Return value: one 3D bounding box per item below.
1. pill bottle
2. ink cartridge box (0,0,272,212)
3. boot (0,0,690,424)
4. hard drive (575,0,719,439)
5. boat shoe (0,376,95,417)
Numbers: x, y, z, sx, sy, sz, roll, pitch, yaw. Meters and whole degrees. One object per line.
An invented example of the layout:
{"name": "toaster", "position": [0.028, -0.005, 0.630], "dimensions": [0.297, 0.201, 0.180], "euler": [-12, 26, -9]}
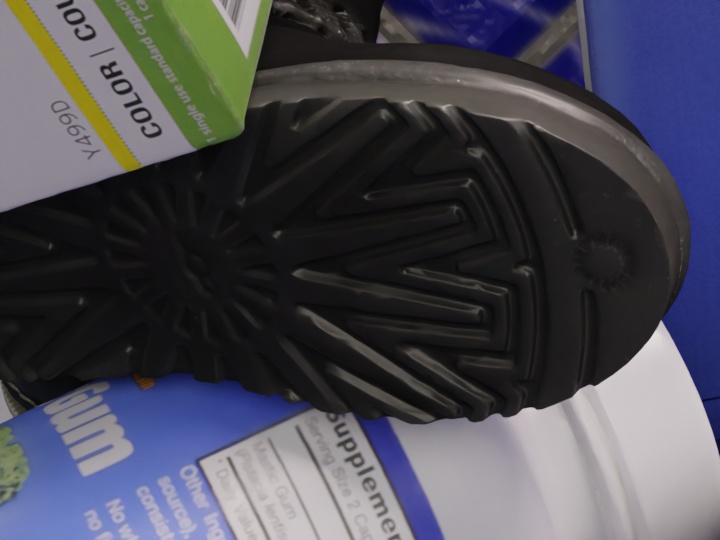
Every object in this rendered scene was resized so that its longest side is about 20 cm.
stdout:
{"name": "pill bottle", "position": [-0.021, 0.068, 0.693], "dimensions": [0.199, 0.112, 0.113], "euler": [-25, 82, -12]}
{"name": "ink cartridge box", "position": [-0.135, -0.074, 0.605], "dimensions": [0.199, 0.148, 0.076], "euler": [-17, 37, 23]}
{"name": "boot", "position": [-0.003, -0.048, 0.680], "dimensions": [0.210, 0.080, 0.158], "euler": [3, 38, 30]}
{"name": "hard drive", "position": [0.119, -0.034, 0.686], "dimensions": [0.131, 0.200, 0.025], "euler": [-10, 52, 1]}
{"name": "boat shoe", "position": [-0.001, -0.002, 0.765], "dimensions": [0.198, 0.066, 0.075], "euler": [-7, 62, 5]}
